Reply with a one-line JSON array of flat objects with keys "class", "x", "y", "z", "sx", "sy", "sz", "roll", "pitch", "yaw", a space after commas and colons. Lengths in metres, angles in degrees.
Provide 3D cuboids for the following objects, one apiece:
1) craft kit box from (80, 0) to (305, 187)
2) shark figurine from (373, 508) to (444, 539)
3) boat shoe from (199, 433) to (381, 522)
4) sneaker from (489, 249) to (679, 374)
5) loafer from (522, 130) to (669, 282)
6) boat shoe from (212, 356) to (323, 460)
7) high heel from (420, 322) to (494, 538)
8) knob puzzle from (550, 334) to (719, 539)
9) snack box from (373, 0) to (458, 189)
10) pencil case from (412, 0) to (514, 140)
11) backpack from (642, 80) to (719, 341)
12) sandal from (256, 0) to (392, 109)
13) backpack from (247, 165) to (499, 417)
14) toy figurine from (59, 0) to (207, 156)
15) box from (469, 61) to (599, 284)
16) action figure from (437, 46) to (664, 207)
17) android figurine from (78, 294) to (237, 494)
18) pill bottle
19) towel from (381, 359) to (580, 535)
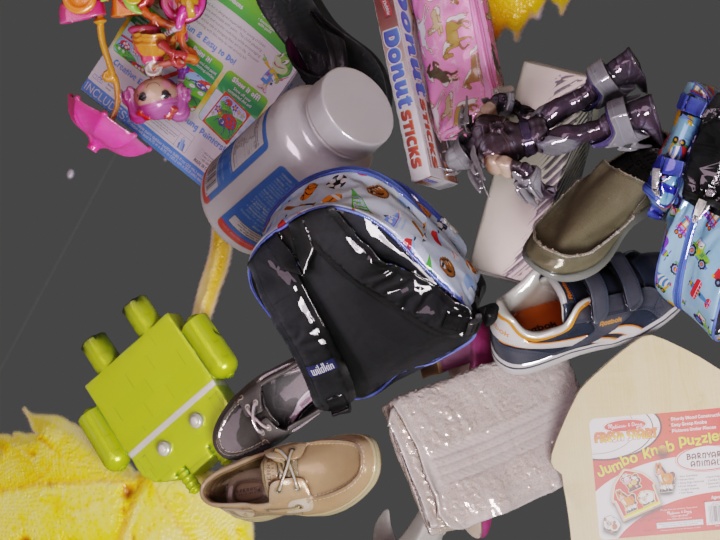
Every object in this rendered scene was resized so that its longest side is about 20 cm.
[{"class": "craft kit box", "x": -0.158, "y": -0.210, "z": 1.802, "sx": 0.200, "sy": 0.048, "sz": 0.198, "roll": 39, "pitch": 101, "yaw": 20}, {"class": "shark figurine", "x": 0.042, "y": 0.247, "z": 1.661, "sx": 0.127, "sy": 0.089, "sz": 0.216, "roll": 26, "pitch": 96, "yaw": 20}, {"class": "boat shoe", "x": -0.068, "y": 0.201, "z": 1.688, "sx": 0.199, "sy": 0.064, "sz": 0.072, "roll": -22, "pitch": 64, "yaw": 34}, {"class": "sneaker", "x": 0.209, "y": 0.026, "z": 1.584, "sx": 0.198, "sy": 0.080, "sz": 0.079, "roll": -24, "pitch": 53, "yaw": -8}, {"class": "loafer", "x": 0.215, "y": -0.065, "z": 1.574, "sx": 0.075, "sy": 0.070, "sz": 0.200, "roll": 31, "pitch": 53, "yaw": 26}, {"class": "boat shoe", "x": -0.065, "y": 0.117, "z": 1.710, "sx": 0.199, "sy": 0.057, "sz": 0.067, "roll": -34, "pitch": 83, "yaw": 5}, {"class": "high heel", "x": 0.114, "y": 0.144, "z": 1.658, "sx": 0.067, "sy": 0.095, "sz": 0.202, "roll": -22, "pitch": 82, "yaw": 57}, {"class": "knob puzzle", "x": 0.268, "y": 0.158, "z": 1.589, "sx": 0.217, "sy": 0.030, "sz": 0.222, "roll": 0, "pitch": 91, "yaw": 3}, {"class": "snack box", "x": 0.052, "y": -0.180, "z": 1.702, "sx": 0.024, "sy": 0.072, "sz": 0.202, "roll": -16, "pitch": 80, "yaw": 24}, {"class": "pencil case", "x": 0.096, "y": -0.226, "z": 1.685, "sx": 0.086, "sy": 0.083, "sz": 0.202, "roll": -14, "pitch": 79, "yaw": 20}, {"class": "backpack", "x": 0.319, "y": -0.047, "z": 1.536, "sx": 0.134, "sy": 0.182, "sz": 0.202, "roll": 24, "pitch": 102, "yaw": 23}, {"class": "sandal", "x": -0.045, "y": -0.214, "z": 1.705, "sx": 0.201, "sy": 0.048, "sz": 0.075, "roll": 52, "pitch": 119, "yaw": 19}, {"class": "backpack", "x": 0.000, "y": 0.000, "z": 1.582, "sx": 0.199, "sy": 0.155, "sz": 0.190, "roll": -32, "pitch": 119, "yaw": 26}, {"class": "toy figurine", "x": -0.223, "y": -0.208, "z": 1.759, "sx": 0.198, "sy": 0.150, "sz": 0.186, "roll": -5, "pitch": 97, "yaw": -4}, {"class": "box", "x": 0.165, "y": -0.087, "z": 1.647, "sx": 0.068, "sy": 0.082, "sz": 0.202, "roll": 15, "pitch": 92, "yaw": 20}, {"class": "action figure", "x": 0.162, "y": -0.120, "z": 1.557, "sx": 0.198, "sy": 0.070, "sz": 0.131, "roll": -18, "pitch": 56, "yaw": 9}, {"class": "android figurine", "x": -0.200, "y": 0.130, "z": 1.789, "sx": 0.182, "sy": 0.041, "sz": 0.201, "roll": -39, "pitch": 71, "yaw": 13}, {"class": "pill bottle", "x": -0.058, "y": -0.105, "z": 1.670, "sx": 0.200, "sy": 0.112, "sz": 0.113, "roll": -37, "pitch": 71, "yaw": 44}, {"class": "towel", "x": 0.125, "y": 0.149, "z": 1.600, "sx": 0.198, "sy": 0.034, "sz": 0.134, "roll": -20, "pitch": 84, "yaw": -24}]
